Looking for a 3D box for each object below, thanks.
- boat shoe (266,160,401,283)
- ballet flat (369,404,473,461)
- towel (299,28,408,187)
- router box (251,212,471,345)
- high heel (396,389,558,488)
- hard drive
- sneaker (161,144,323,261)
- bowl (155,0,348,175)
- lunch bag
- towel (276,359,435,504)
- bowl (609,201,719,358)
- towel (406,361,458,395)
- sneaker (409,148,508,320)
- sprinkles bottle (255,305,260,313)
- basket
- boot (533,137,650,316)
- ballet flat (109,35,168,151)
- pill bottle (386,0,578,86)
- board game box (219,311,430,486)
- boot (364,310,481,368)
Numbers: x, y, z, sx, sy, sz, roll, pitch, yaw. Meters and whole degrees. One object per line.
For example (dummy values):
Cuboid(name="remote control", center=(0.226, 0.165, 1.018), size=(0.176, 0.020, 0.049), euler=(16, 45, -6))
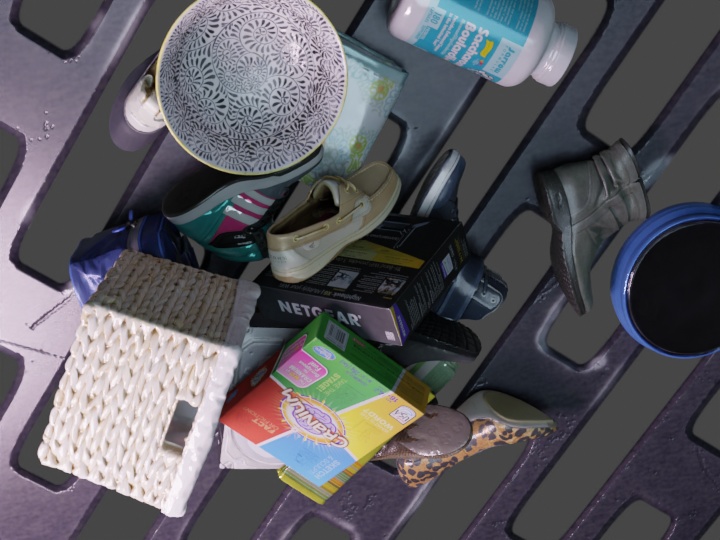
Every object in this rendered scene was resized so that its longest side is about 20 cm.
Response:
Cuboid(name="boat shoe", center=(-0.029, -0.069, 1.258), size=(0.200, 0.073, 0.070), euler=(-45, 133, -31))
Cuboid(name="ballet flat", center=(0.054, 0.209, 1.407), size=(0.198, 0.068, 0.046), euler=(-13, 150, 29))
Cuboid(name="towel", center=(-0.068, -0.197, 1.290), size=(0.198, 0.048, 0.172), euler=(25, 110, -13))
Cuboid(name="router box", center=(0.000, 0.000, 1.259), size=(0.198, 0.157, 0.053), euler=(9, 133, 37))
Cuboid(name="high heel", center=(0.148, 0.229, 1.464), size=(0.197, 0.072, 0.144), euler=(8, 119, -8))
Cuboid(name="hard drive", center=(-0.093, 0.146, 1.342), size=(0.138, 0.038, 0.202), euler=(3, 117, -15))
Cuboid(name="sneaker", center=(-0.112, -0.074, 1.286), size=(0.198, 0.084, 0.121), euler=(-22, 136, 15))
Cuboid(name="bowl", center=(-0.118, -0.212, 1.197), size=(0.198, 0.094, 0.203), euler=(-5, 115, -10))
Cuboid(name="lunch bag", center=(-0.244, 0.028, 1.313), size=(0.131, 0.136, 0.202), euler=(-15, 110, 1))
Cuboid(name="towel", center=(-0.005, 0.197, 1.366), size=(0.200, 0.018, 0.086), euler=(-45, 127, 8))
Cuboid(name="bowl", center=(0.413, 0.016, 1.411), size=(0.197, 0.039, 0.203), euler=(-2, 111, -4))
Cuboid(name="towel", center=(0.007, 0.111, 1.426), size=(0.200, 0.023, 0.152), euler=(42, 104, -19))
Cuboid(name="sneaker", center=(0.122, -0.033, 1.341), size=(0.145, 0.077, 0.204), euler=(22, 118, 0))
Cuboid(name="sprinkles bottle", center=(-0.143, 0.121, 1.392), size=(0.067, 0.068, 0.203), euler=(-2, 111, -3))
Cuboid(name="basket", center=(-0.212, 0.104, 1.169), size=(0.159, 0.200, 0.200), euler=(20, 107, -5))
Cuboid(name="boot", center=(0.293, -0.049, 1.366), size=(0.129, 0.068, 0.202), euler=(-18, 113, -4))
Cuboid(name="ballet flat", center=(-0.217, -0.211, 1.259), size=(0.073, 0.073, 0.200), euler=(38, 104, -17))
Cuboid(name="pill bottle", center=(0.136, -0.273, 1.240), size=(0.198, 0.111, 0.112), euler=(21, 108, -11))
Cuboid(name="board game box", center=(-0.043, 0.148, 1.251), size=(0.152, 0.041, 0.200), euler=(35, 131, -16))
Cuboid(name="boot", center=(0.042, 0.116, 1.388), size=(0.197, 0.070, 0.133), euler=(12, 115, 4))
